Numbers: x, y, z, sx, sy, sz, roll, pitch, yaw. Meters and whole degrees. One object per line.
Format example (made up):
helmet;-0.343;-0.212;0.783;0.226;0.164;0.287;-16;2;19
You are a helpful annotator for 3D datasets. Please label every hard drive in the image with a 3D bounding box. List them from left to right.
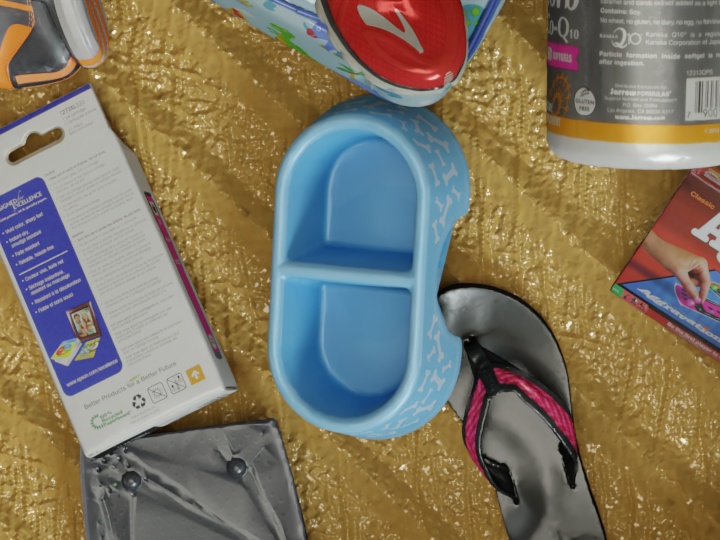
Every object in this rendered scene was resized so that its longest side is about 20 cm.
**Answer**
hard drive;-0.091;0.190;1.483;0.134;0.042;0.201;-8;99;8

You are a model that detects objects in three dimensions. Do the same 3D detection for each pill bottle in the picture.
pill bottle;0.160;-0.161;1.352;0.116;0.116;0.201;1;100;6

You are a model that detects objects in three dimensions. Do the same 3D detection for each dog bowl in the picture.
dog bowl;0.000;0.000;1.416;0.111;0.050;0.201;5;96;20

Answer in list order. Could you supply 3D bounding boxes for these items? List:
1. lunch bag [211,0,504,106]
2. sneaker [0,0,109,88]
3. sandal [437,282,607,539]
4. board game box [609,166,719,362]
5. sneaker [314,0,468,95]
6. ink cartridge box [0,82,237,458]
lunch bag;-0.005;-0.200;1.366;0.200;0.082;0.161;30;80;0
sneaker;-0.225;-0.197;1.410;0.112;0.078;0.201;-15;98;8
sandal;0.096;0.100;1.443;0.075;0.045;0.201;-20;98;11
board game box;0.250;0.028;1.396;0.200;0.019;0.103;33;129;4
sneaker;0.005;-0.187;1.280;0.077;0.085;0.201;-18;84;-7
ink cartridge box;-0.155;0.000;1.447;0.094;0.037;0.201;-26;84;11
